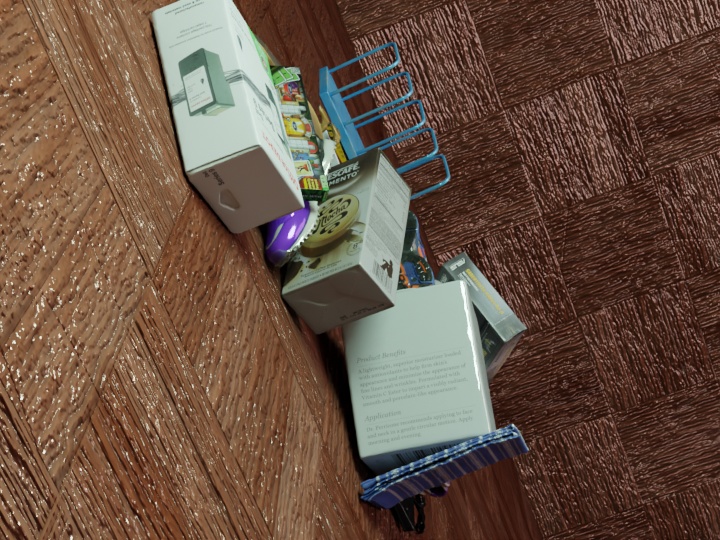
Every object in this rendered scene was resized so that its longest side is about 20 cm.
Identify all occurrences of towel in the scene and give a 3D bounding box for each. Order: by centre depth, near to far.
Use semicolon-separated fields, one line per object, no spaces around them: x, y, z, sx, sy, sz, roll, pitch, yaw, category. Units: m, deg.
0.102;0.240;1.588;0.145;0.199;0.024;53;16;-69;towel

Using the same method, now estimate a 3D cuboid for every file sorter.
0.035;-0.204;1.903;0.139;0.122;0.201;-93;159;-67;file sorter

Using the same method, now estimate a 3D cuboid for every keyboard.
0.059;0.297;1.819;0.128;0.020;0.200;62;11;-17;keyboard

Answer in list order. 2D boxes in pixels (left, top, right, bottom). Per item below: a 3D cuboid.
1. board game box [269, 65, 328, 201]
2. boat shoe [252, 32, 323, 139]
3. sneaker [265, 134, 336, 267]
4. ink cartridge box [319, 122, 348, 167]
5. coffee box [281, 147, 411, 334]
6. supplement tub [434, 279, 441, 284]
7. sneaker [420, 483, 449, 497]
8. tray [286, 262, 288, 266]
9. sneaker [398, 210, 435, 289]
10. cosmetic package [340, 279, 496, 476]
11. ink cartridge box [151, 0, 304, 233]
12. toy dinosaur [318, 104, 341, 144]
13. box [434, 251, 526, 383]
-0.104;-0.162;1.531;0.024;0.104;0.201;111;-28;-48;board game box
-0.107;-0.215;1.661;0.201;0.070;0.070;60;1;-4;boat shoe
-0.098;-0.095;1.541;0.099;0.070;0.201;30;45;-18;sneaker
-0.059;-0.153;1.875;0.200;0.083;0.177;-46;115;-82;ink cartridge box
-0.014;-0.037;1.570;0.080;0.112;0.201;49;33;-33;coffee box
0.096;0.127;2.052;0.140;0.139;0.201;-82;152;-74;supplement tub
0.100;0.267;1.877;0.200;0.072;0.115;19;49;-63;sneaker
-0.075;-0.036;1.647;0.099;0.037;0.202;-13;84;-82;tray
0.067;-0.010;1.978;0.079;0.075;0.201;70;7;-46;sneaker
0.076;0.140;1.668;0.165;0.163;0.202;61;21;-69;cosmetic package
-0.133;-0.161;1.356;0.146;0.083;0.201;55;18;-62;ink cartridge box
-0.078;-0.158;1.746;0.201;0.106;0.060;65;10;14;toy dinosaur
0.167;0.088;2.100;0.159;0.048;0.200;51;-29;18;box
